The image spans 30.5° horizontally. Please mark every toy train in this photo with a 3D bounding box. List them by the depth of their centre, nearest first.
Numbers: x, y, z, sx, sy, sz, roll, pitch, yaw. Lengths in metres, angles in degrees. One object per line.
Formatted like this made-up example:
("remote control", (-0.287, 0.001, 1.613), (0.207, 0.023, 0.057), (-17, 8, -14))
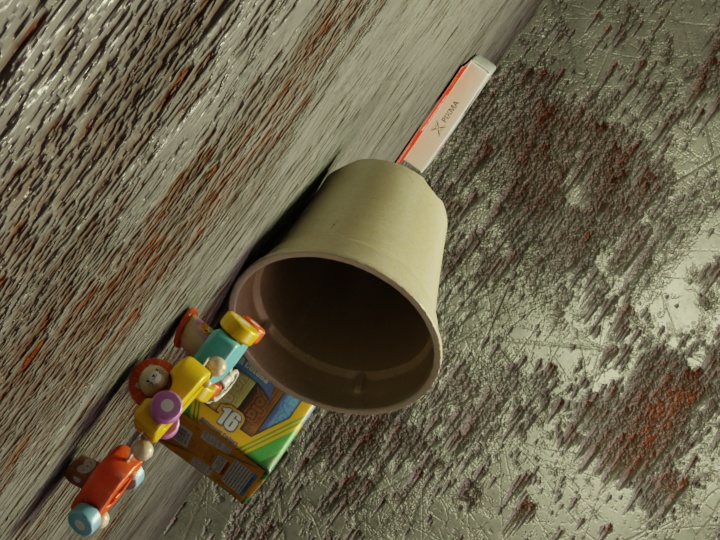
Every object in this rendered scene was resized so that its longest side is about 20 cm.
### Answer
("toy train", (-0.154, 0.101, 0.998), (0.200, 0.056, 0.150), (-48, 175, -47))

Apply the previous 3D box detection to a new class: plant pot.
("plant pot", (0.000, 0.000, 1.241), (0.201, 0.200, 0.184), (-56, -172, 45))

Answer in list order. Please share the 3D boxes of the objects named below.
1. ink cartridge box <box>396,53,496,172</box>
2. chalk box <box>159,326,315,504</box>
("ink cartridge box", (0.137, -0.246, 2.111), (0.200, 0.043, 0.174), (-55, 179, 20))
("chalk box", (-0.098, 0.108, 1.327), (0.200, 0.124, 0.125), (-53, 178, -28))
